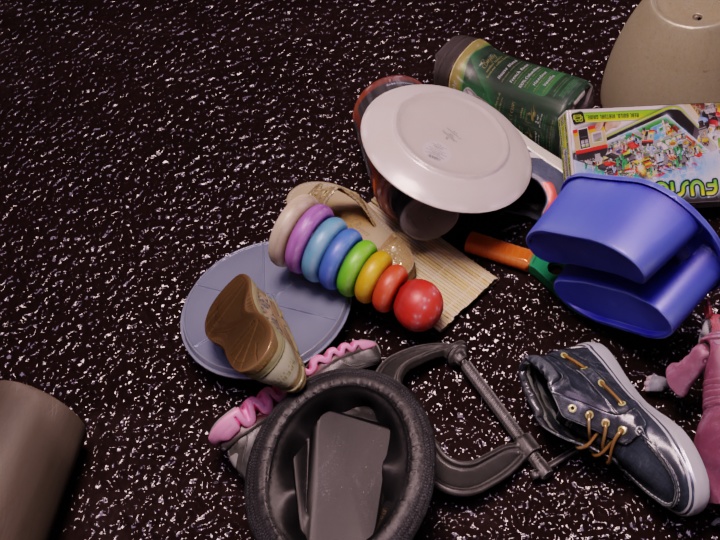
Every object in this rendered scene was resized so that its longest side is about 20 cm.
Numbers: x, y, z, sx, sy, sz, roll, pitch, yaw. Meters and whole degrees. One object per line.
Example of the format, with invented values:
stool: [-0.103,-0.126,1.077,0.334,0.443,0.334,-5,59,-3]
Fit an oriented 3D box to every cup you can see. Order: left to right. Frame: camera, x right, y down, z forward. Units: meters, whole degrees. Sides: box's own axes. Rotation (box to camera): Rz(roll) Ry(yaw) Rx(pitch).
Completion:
cup: [0.385,-0.261,1.065,0.195,0.144,0.204,-6,53,8]

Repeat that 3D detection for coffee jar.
coffee jar: [0.179,-0.208,1.096,0.198,0.105,0.085,30,62,28]

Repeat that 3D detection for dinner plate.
dinner plate: [0.097,-0.143,0.988,0.195,0.024,0.203,8,50,-9]

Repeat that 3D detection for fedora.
fedora: [-0.013,0.199,0.847,0.196,0.092,0.204,-6,57,9]

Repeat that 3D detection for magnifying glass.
magnifying glass: [0.207,-0.002,0.995,0.197,0.023,0.080,21,61,23]

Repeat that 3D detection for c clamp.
c clamp: [0.112,0.141,0.902,0.169,0.027,0.200,-29,56,-21]

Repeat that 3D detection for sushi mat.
sushi mat: [0.055,-0.014,1.039,0.095,0.012,0.199,-41,57,-17]

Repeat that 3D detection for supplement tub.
supplement tub: [0.057,-0.129,1.056,0.105,0.108,0.203,-15,48,1]

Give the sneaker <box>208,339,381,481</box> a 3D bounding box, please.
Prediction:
sneaker: [-0.053,0.147,0.920,0.198,0.079,0.096,-31,81,-16]

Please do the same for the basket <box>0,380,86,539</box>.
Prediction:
basket: [-0.366,0.223,0.887,0.176,0.137,0.203,10,53,14]

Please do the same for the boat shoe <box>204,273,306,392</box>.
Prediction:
boat shoe: [-0.108,0.066,0.919,0.073,0.062,0.200,-47,28,5]

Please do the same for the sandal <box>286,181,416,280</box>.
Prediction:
sandal: [-0.015,-0.065,1.039,0.077,0.070,0.211,-38,55,-16]

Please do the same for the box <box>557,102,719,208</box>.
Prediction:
box: [0.320,-0.122,0.992,0.195,0.035,0.113,-4,83,-5]

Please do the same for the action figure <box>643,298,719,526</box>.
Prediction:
action figure: [0.327,0.117,0.808,0.131,0.149,0.205,-8,66,14]

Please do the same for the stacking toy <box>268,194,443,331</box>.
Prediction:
stacking toy: [0.000,0.000,0.963,0.198,0.086,0.086,31,64,18]

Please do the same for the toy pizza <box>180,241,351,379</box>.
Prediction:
toy pizza: [-0.104,0.045,1.013,0.195,0.032,0.203,-7,45,7]

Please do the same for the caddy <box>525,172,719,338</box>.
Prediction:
caddy: [0.258,-0.024,0.880,0.105,0.142,0.199,-44,27,-15]

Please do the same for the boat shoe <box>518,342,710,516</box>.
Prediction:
boat shoe: [0.224,0.149,0.830,0.089,0.072,0.201,-7,39,-23]

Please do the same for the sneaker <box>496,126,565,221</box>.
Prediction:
sneaker: [0.160,-0.116,1.048,0.199,0.076,0.084,34,57,31]
